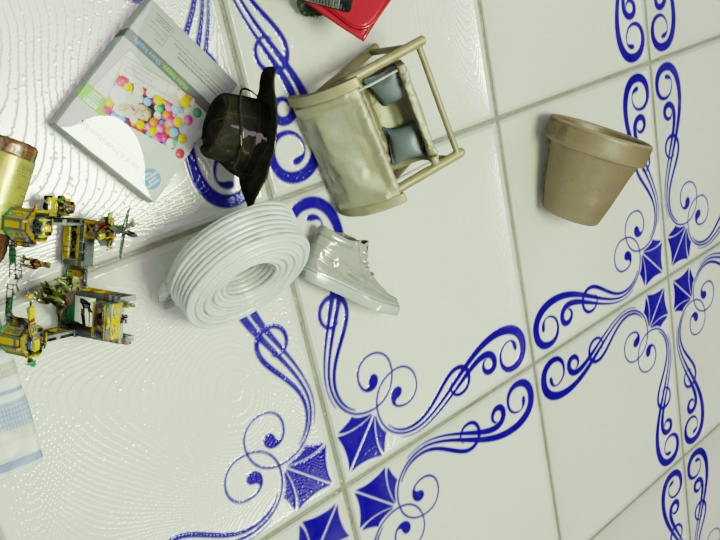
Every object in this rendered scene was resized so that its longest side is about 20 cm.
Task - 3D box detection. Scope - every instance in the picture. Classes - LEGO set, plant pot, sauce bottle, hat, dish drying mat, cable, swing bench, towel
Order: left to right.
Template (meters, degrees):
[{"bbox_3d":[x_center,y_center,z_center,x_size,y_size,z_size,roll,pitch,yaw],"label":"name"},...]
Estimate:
[{"bbox_3d":[-0.473,0.170,0.874,0.146,0.024,0.203,-20,109,-34],"label":"towel"},{"bbox_3d":[-0.429,-0.054,0.843,0.065,0.066,0.203,19,83,-37],"label":"sauce bottle"},{"bbox_3d":[-0.332,0.015,0.867,0.154,0.114,0.203,13,85,-70],"label":"LEGO set"},{"bbox_3d":[-0.164,-0.172,0.955,0.080,0.200,0.204,6,94,-20],"label":"hat"},{"bbox_3d":[-0.161,-0.006,0.986,0.198,0.201,0.070,-19,65,-36],"label":"cable"},{"bbox_3d":[-0.057,-0.407,1.025,0.199,0.018,0.077,34,84,-2],"label":"dish drying mat"},{"bbox_3d":[0.026,-0.215,1.119,0.199,0.129,0.201,-39,118,-25],"label":"swing bench"},{"bbox_3d":[0.429,-0.186,1.405,0.198,0.200,0.177,3,113,-37],"label":"plant pot"}]

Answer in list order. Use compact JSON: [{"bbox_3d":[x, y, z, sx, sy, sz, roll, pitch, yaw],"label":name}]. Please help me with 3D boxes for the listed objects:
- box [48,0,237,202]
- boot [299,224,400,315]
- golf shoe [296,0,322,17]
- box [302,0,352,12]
[{"bbox_3d":[-0.274,-0.216,0.950,0.156,0.041,0.201,42,74,-34],"label":"box"},{"bbox_3d":[0.000,0.000,1.167,0.199,0.073,0.097,24,90,-36],"label":"boot"},{"bbox_3d":[-0.028,-0.452,1.088,0.200,0.077,0.088,-41,88,-15],"label":"golf shoe"},{"bbox_3d":[-0.091,-0.428,0.910,0.195,0.200,0.125,10,91,-5],"label":"box"}]
